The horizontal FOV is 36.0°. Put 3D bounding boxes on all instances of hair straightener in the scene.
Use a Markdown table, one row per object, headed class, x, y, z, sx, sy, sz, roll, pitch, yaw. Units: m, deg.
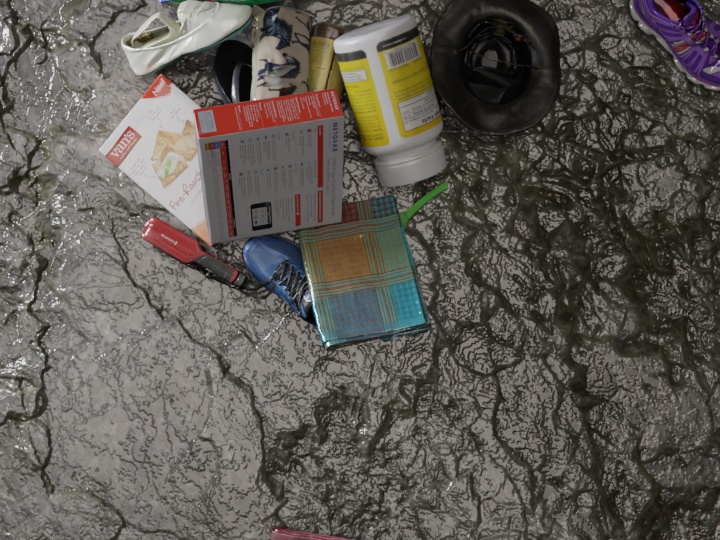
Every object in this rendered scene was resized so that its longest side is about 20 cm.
| class | x | y | z | sx | sy | sz | roll | pitch | yaw |
| --- | --- | --- | --- | --- | --- | --- | --- | --- | --- |
| hair straightener | -0.198 | -0.011 | 1.485 | 0.198 | 0.077 | 0.041 | 23 | 79 | 17 |

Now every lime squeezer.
| class | x | y | z | sx | sy | sz | roll | pitch | yaw |
| --- | --- | --- | --- | --- | --- | --- | --- | --- | --- |
| lime squeezer | 0.024 | -0.085 | 1.511 | 0.197 | 0.038 | 0.072 | -2 | 90 | -1 |

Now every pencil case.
| class | x | y | z | sx | sy | sz | roll | pitch | yaw |
| --- | --- | --- | --- | --- | --- | --- | --- | --- | --- |
| pencil case | -0.110 | -0.241 | 1.434 | 0.088 | 0.078 | 0.203 | 10 | 68 | -22 |

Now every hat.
| class | x | y | z | sx | sy | sz | roll | pitch | yaw |
| --- | --- | --- | --- | --- | --- | --- | --- | --- | --- |
| hat | 0.175 | -0.274 | 1.496 | 0.197 | 0.081 | 0.204 | 1 | 82 | -9 |

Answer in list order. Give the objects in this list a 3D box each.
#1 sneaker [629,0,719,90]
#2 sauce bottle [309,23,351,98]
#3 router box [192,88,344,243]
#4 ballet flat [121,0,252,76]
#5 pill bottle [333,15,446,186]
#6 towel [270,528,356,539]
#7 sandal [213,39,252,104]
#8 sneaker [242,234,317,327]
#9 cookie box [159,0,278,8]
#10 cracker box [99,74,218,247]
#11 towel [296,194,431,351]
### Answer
| class | x | y | z | sx | sy | sz | roll | pitch | yaw |
| --- | --- | --- | --- | --- | --- | --- | --- | --- | --- |
| sneaker | 0.451 | -0.320 | 1.502 | 0.199 | 0.083 | 0.081 | 37 | 89 | -3 |
| sauce bottle | -0.060 | -0.228 | 1.494 | 0.064 | 0.065 | 0.203 | 16 | 89 | -2 |
| router box | -0.111 | -0.126 | 1.383 | 0.177 | 0.201 | 0.049 | -10 | 54 | -10 |
| ballet flat | -0.235 | -0.314 | 1.447 | 0.198 | 0.069 | 0.070 | -18 | 91 | 28 |
| pill bottle | 0.044 | -0.221 | 1.456 | 0.113 | 0.114 | 0.203 | -17 | 107 | -2 |
| towel | -0.065 | 0.464 | 1.519 | 0.142 | 0.023 | 0.203 | 8 | 90 | -1 |
| sandal | -0.145 | -0.221 | 1.472 | 0.075 | 0.043 | 0.203 | -5 | 70 | -25 |
| sneaker | -0.073 | 0.020 | 1.482 | 0.199 | 0.089 | 0.079 | 37 | 88 | -2 |
| cookie box | -0.166 | -0.433 | 1.429 | 0.198 | 0.075 | 0.174 | 3 | 90 | 41 |
| cracker box | -0.232 | -0.146 | 1.491 | 0.199 | 0.058 | 0.134 | 39 | 88 | -1 |
| towel | 0.000 | 0.000 | 1.445 | 0.144 | 0.022 | 0.203 | -11 | 65 | -7 |
